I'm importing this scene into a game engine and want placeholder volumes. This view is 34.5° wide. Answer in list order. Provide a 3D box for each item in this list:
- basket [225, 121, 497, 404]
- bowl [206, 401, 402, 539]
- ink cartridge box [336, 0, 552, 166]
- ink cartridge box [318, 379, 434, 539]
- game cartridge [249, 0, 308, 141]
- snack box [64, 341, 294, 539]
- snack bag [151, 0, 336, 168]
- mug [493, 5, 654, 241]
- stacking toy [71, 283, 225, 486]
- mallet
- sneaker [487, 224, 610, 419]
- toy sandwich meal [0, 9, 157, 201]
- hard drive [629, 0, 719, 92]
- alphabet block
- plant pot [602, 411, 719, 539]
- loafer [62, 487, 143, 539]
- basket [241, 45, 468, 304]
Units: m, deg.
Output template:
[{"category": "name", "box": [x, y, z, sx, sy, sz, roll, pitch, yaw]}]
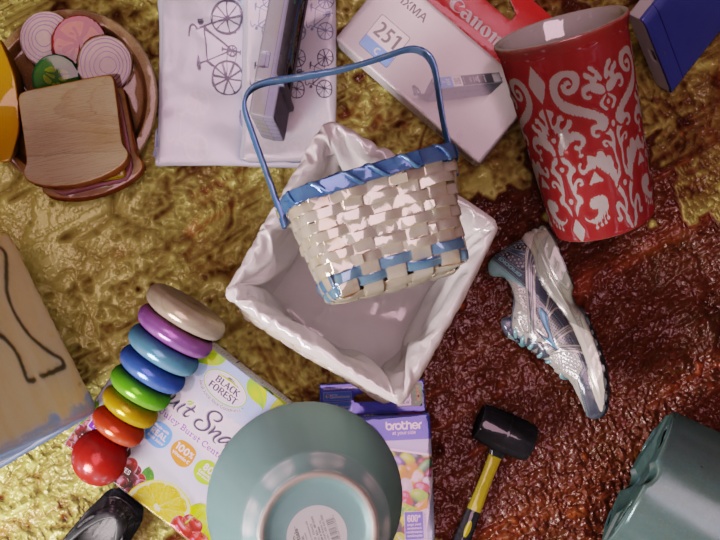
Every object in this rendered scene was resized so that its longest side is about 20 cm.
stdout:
[{"category": "basket", "box": [0.000, 0.000, 1.133, 0.196, 0.161, 0.202, 30, 81, 1]}, {"category": "bowl", "box": [-0.046, 0.234, 1.105, 0.197, 0.105, 0.205, -1, 94, -10]}, {"category": "ink cartridge box", "box": [0.103, -0.242, 1.212, 0.199, 0.045, 0.177, 40, 89, 1]}, {"category": "ink cartridge box", "box": [0.016, 0.216, 1.195, 0.117, 0.042, 0.204, -2, 86, -1]}, {"category": "game cartridge", "box": [-0.073, -0.238, 1.147, 0.038, 0.130, 0.204, 10, 87, -3]}, {"category": "snack box", "box": [-0.169, 0.165, 1.181, 0.199, 0.068, 0.170, 37, 88, 0]}, {"category": "snack bag", "box": [-0.122, -0.204, 1.220, 0.196, 0.021, 0.193, 1, 88, 0]}, {"category": "mug", "box": [0.237, -0.150, 1.152, 0.175, 0.133, 0.203, -24, 109, -22]}, {"category": "stacking toy", "box": [-0.211, 0.118, 1.116, 0.084, 0.085, 0.202, 30, 93, 1]}, {"category": "mallet", "box": [0.129, 0.243, 1.198, 0.065, 0.041, 0.204, 15, 92, -2]}, {"category": "sneaker", "box": [0.194, 0.062, 1.193, 0.085, 0.078, 0.203, -23, 81, 11]}, {"category": "toy sandwich meal", "box": [-0.302, -0.173, 1.193, 0.201, 0.070, 0.210, 0, 88, 0]}, {"category": "hard drive", "box": [0.356, -0.296, 1.177, 0.025, 0.132, 0.201, 37, 87, 36]}, {"category": "alphabet block", "box": [-0.406, 0.104, 1.095, 0.195, 0.195, 0.202, -29, 86, 21]}, {"category": "plant pot", "box": [0.353, 0.250, 1.126, 0.194, 0.200, 0.202, 29, 88, 8]}, {"category": "loafer", "box": [-0.291, 0.306, 1.164, 0.068, 0.070, 0.202, 37, 100, 0]}, {"category": "basket", "box": [0.001, -0.080, 0.994, 0.173, 0.139, 0.204, -13, 90, -8]}]
